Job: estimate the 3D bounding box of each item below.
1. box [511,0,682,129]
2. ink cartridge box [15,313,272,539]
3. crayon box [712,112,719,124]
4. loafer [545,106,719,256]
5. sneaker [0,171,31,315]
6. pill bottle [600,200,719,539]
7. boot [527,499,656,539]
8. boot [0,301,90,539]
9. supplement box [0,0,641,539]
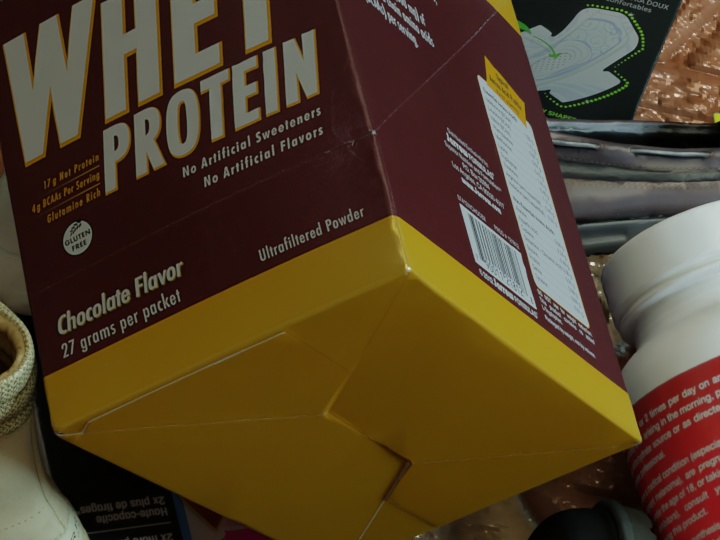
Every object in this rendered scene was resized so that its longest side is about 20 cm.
[{"bbox_3d":[0.079,-0.152,1.081,0.124,0.200,0.149,17,51,-1],"label":"box"},{"bbox_3d":[-0.072,0.092,0.961,0.094,0.037,0.201,-5,56,-18],"label":"ink cartridge box"},{"bbox_3d":[0.246,0.003,1.102,0.199,0.051,0.127,8,51,-9],"label":"crayon box"},{"bbox_3d":[0.144,-0.047,1.032,0.199,0.072,0.063,-9,97,-6],"label":"loafer"},{"bbox_3d":[-0.110,-0.063,1.008,0.077,0.100,0.200,3,37,8],"label":"sneaker"},{"bbox_3d":[0.162,0.079,0.961,0.112,0.112,0.201,-9,67,-21],"label":"pill bottle"},{"bbox_3d":[0.014,0.146,0.901,0.157,0.080,0.212,24,51,-3],"label":"boot"},{"bbox_3d":[-0.195,0.050,0.870,0.199,0.156,0.073,14,55,12],"label":"boot"},{"bbox_3d":[-0.020,-0.029,0.895,0.132,0.197,0.201,-25,61,19],"label":"supplement box"}]
